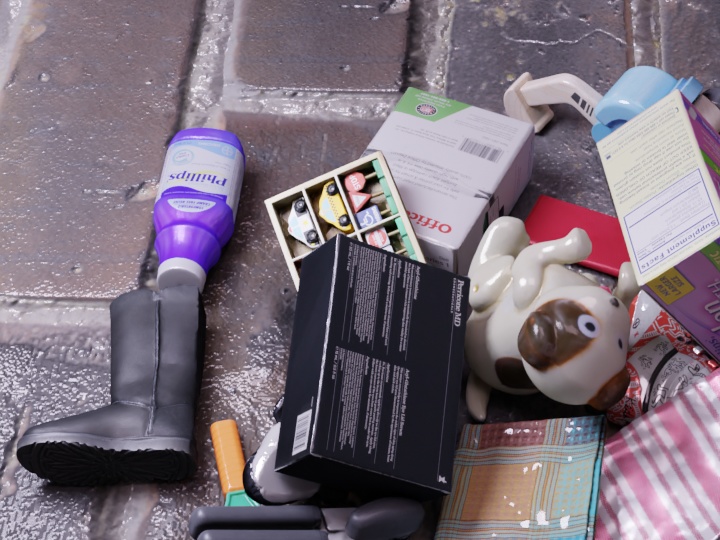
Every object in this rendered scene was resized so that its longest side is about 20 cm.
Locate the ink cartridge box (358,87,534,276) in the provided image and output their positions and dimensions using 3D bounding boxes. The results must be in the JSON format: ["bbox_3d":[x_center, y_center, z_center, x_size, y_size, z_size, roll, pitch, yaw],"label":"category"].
[{"bbox_3d":[0.072,-0.078,1.754,0.145,0.085,0.200,19,51,19],"label":"ink cartridge box"}]

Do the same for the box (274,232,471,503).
[{"bbox_3d":[0.012,0.089,1.511,0.140,0.079,0.202,18,65,-23],"label":"box"}]

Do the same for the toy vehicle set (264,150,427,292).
[{"bbox_3d":[0.000,0.000,1.644,0.123,0.027,0.201,-24,71,6],"label":"toy vehicle set"}]

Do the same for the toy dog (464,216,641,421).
[{"bbox_3d":[0.165,0.052,1.539,0.194,0.140,0.200,-48,18,-6],"label":"toy dog"}]

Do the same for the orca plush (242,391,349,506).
[{"bbox_3d":[-0.045,0.142,1.553,0.071,0.105,0.201,-19,30,51],"label":"orca plush"}]

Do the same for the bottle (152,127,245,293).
[{"bbox_3d":[-0.167,-0.058,1.754,0.083,0.066,0.201,4,46,4],"label":"bottle"}]

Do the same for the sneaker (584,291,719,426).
[{"bbox_3d":[0.291,0.070,1.621,0.107,0.068,0.202,18,53,17],"label":"sneaker"}]

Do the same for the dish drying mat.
[{"bbox_3d":[0.259,-0.021,1.742,0.199,0.018,0.077,18,49,19],"label":"dish drying mat"}]

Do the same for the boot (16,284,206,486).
[{"bbox_3d":[-0.226,0.099,1.603,0.163,0.066,0.201,4,49,-7],"label":"boot"}]

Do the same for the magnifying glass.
[{"bbox_3d":[-0.104,0.213,1.522,0.079,0.023,0.201,-10,46,-8],"label":"magnifying glass"}]

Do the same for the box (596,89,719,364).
[{"bbox_3d":[0.320,-0.032,1.598,0.096,0.176,0.201,-33,38,23],"label":"box"}]

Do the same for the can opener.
[{"bbox_3d":[-0.043,0.212,1.470,0.198,0.067,0.054,3,39,-23],"label":"can opener"}]

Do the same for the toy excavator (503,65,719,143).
[{"bbox_3d":[0.264,-0.164,1.811,0.200,0.195,0.100,44,57,2],"label":"toy excavator"}]

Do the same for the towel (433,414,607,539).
[{"bbox_3d":[0.134,0.207,1.493,0.145,0.022,0.201,-6,44,22],"label":"towel"}]

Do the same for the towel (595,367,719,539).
[{"bbox_3d":[0.263,0.185,1.492,0.199,0.030,0.147,-31,50,1],"label":"towel"}]
